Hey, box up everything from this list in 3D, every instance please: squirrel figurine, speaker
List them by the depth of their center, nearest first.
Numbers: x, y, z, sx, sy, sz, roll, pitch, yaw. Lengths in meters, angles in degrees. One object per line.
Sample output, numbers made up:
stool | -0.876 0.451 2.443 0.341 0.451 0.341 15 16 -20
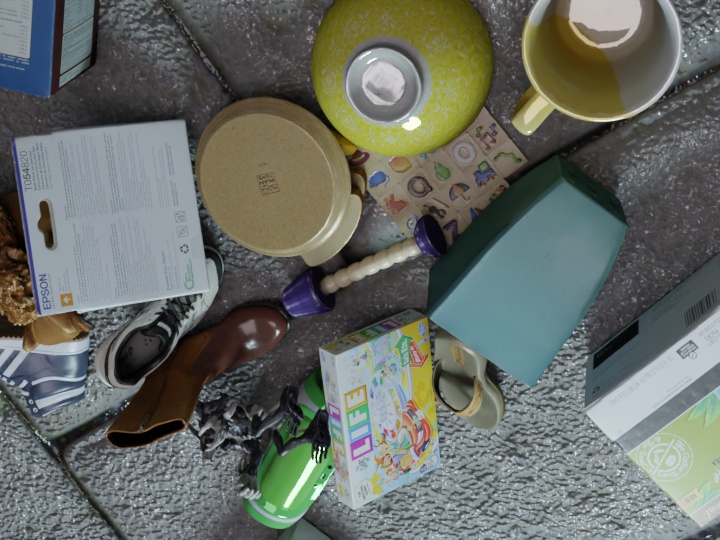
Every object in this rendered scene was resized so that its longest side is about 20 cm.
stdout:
squirrel figurine | -0.384 0.005 1.546 0.141 0.200 0.187 -15 101 12
speaker | -0.068 0.216 1.639 0.088 0.088 0.200 29 116 -2

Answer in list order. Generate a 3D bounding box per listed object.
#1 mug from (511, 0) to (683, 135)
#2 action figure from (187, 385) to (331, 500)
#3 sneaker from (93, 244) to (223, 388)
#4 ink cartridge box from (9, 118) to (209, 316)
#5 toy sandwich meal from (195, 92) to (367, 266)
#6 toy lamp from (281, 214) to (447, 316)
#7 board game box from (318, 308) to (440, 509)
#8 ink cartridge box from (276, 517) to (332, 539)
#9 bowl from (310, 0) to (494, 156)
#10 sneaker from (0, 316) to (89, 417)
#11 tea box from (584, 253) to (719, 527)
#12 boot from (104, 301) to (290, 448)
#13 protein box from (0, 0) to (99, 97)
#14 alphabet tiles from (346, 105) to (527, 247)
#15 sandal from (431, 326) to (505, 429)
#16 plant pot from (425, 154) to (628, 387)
mug | 0.223 -0.236 1.345 0.186 0.153 0.150 -15 110 18
action figure | -0.136 0.194 1.568 0.200 0.102 0.119 -15 130 39
sneaker | -0.220 0.059 1.562 0.076 0.088 0.200 40 82 -19
ink cartridge box | -0.276 -0.059 1.493 0.199 0.041 0.200 -8 92 -26
toy sandwich meal | -0.086 -0.105 1.516 0.204 0.070 0.206 7 115 16
toy lamp | 0.000 0.000 1.543 0.200 0.058 0.058 -26 106 24
board game box | 0.025 0.160 1.576 0.034 0.134 0.201 23 127 49
ink cartridge box | -0.085 0.434 1.737 0.146 0.084 0.200 38 115 -7
bowl | 0.034 -0.205 1.416 0.199 0.108 0.201 5 111 12
sneaker | -0.432 0.118 1.676 0.199 0.070 0.109 5 112 6
tea box | 0.382 0.131 1.485 0.197 0.134 0.200 43 114 -9
boot | -0.183 0.117 1.554 0.188 0.200 0.069 -13 110 16
protein box | -0.390 -0.315 1.442 0.198 0.135 0.201 13 115 6
alphabet tiles | 0.079 -0.125 1.504 0.166 0.006 0.200 -36 103 23
sandal | 0.114 0.130 1.542 0.080 0.054 0.200 18 152 23
plant pot | 0.187 -0.012 1.461 0.141 0.141 0.200 35 109 -9
